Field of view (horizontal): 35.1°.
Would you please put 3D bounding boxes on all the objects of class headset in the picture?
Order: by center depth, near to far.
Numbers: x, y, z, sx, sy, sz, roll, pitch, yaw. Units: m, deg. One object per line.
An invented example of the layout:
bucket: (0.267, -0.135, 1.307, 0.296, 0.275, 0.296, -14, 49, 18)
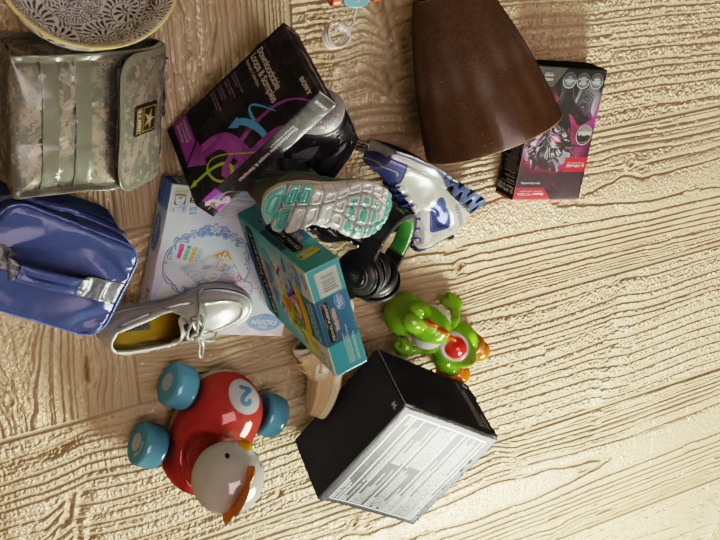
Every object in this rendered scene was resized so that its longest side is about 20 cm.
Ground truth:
headset: (0.000, 0.000, 1.500, 0.201, 0.094, 0.123, -60, 163, 2)

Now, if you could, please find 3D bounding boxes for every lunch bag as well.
lunch bag: (-0.308, -0.177, 1.280, 0.199, 0.118, 0.165, -9, 118, -32)
lunch bag: (-0.366, -0.019, 1.308, 0.199, 0.132, 0.136, 19, 102, -35)

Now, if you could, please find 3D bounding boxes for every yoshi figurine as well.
yoshi figurine: (0.102, 0.087, 1.660, 0.112, 0.113, 0.200, -16, 147, 24)

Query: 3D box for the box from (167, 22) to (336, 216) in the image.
box: (-0.131, -0.178, 1.325, 0.200, 0.143, 0.036, -39, 138, 14)

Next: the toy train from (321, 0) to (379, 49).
toy train: (-0.065, -0.370, 1.367, 0.150, 0.056, 0.200, -47, 123, -1)

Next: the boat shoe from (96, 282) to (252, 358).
boat shoe: (-0.220, 0.068, 1.405, 0.201, 0.086, 0.075, -7, 116, -26)

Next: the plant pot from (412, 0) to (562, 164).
plant pot: (0.143, -0.265, 1.467, 0.186, 0.187, 0.201, -25, 108, -17)

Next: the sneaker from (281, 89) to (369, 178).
sneaker: (-0.088, -0.154, 1.389, 0.114, 0.199, 0.076, 44, 47, -48)

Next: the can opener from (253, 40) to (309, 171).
can opener: (-0.092, -0.189, 1.432, 0.067, 0.053, 0.200, -34, 123, -12)

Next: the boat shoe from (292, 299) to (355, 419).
boat shoe: (-0.061, 0.110, 1.581, 0.069, 0.074, 0.201, 4, 105, -22)

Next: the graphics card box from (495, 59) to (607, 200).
graphics card box: (0.274, -0.200, 1.633, 0.125, 0.051, 0.201, -1, 112, -28)

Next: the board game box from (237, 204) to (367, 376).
board game box: (-0.074, 0.019, 1.394, 0.047, 0.200, 0.151, -26, 123, -18)

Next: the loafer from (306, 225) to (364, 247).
loafer: (-0.025, -0.055, 1.490, 0.200, 0.072, 0.063, 6, 113, -57)

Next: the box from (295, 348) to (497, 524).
box: (0.050, 0.241, 1.633, 0.198, 0.123, 0.200, 24, 115, -40)

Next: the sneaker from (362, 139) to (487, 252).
sneaker: (0.078, -0.090, 1.556, 0.199, 0.081, 0.115, 26, 96, -37)

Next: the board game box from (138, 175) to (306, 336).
board game box: (-0.176, -0.015, 1.471, 0.199, 0.043, 0.200, 4, 109, -31)

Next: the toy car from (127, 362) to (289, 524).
toy car: (-0.174, 0.243, 1.494, 0.184, 0.200, 0.177, 23, 100, -35)

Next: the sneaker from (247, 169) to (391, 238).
sneaker: (-0.049, -0.092, 1.367, 0.199, 0.091, 0.078, 6, 113, -41)

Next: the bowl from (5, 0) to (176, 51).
bowl: (-0.301, -0.310, 1.215, 0.200, 0.094, 0.202, 7, 73, -23)
